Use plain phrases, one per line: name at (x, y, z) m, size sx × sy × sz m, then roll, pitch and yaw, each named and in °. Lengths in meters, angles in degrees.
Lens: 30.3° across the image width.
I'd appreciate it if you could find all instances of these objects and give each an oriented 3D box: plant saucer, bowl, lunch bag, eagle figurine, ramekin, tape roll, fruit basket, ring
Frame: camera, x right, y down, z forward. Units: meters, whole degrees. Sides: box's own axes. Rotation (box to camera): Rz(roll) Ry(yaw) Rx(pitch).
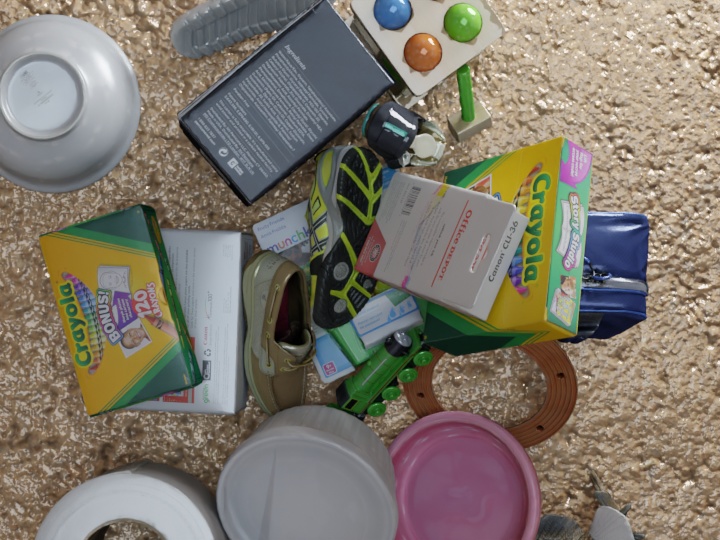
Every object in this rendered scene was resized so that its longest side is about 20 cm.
plant saucer at (0.112, 0.261, 1.503) m, size 0.199 × 0.051 × 0.202 m, roll -4°, pitch 80°, yaw 24°
bowl at (-0.345, -0.189, 1.469) m, size 0.200 × 0.090 × 0.202 m, roll 0°, pitch 91°, yaw -6°
lunch bag at (0.241, 0.015, 1.465) m, size 0.135 × 0.200 × 0.133 m, roll 2°, pitch 80°, yaw -2°
eagle figurine at (0.227, 0.343, 1.513) m, size 0.199 × 0.152 × 0.152 m, roll -26°, pitch 113°, yaw -9°
ramekin at (-0.052, 0.240, 1.468) m, size 0.201 × 0.094 × 0.204 m, roll 4°, pitch 117°, yaw 9°
tape roll at (-0.246, 0.316, 1.450) m, size 0.201 × 0.139 × 0.204 m, roll 0°, pitch 88°, yaw 0°
fruit basket at (0.000, 0.000, 1.502) m, size 0.184 × 0.094 × 0.201 m, roll -24°, pitch 90°, yaw -4°
ring at (0.146, 0.127, 1.502) m, size 0.199 × 0.019 × 0.201 m, roll 6°, pitch 125°, yaw 8°

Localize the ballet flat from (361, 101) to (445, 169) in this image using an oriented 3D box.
ballet flat at (0.055, -0.140, 1.448) m, size 0.073 × 0.200 × 0.074 m, roll 0°, pitch 89°, yaw 13°

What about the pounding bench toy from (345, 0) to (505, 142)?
pounding bench toy at (0.089, -0.240, 1.474) m, size 0.124 × 0.156 × 0.200 m, roll -37°, pitch 94°, yaw -4°

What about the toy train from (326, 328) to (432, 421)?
toy train at (0.008, 0.135, 1.483) m, size 0.056 × 0.042 × 0.200 m, roll 20°, pitch 124°, yaw -30°

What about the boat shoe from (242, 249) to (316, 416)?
boat shoe at (-0.085, 0.078, 1.464) m, size 0.074 × 0.066 × 0.201 m, roll -30°, pitch 123°, yaw -39°

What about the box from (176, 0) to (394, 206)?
box at (-0.085, -0.176, 1.437) m, size 0.196 × 0.200 × 0.124 m, roll -41°, pitch 95°, yaw -3°

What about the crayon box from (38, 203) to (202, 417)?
crayon box at (-0.255, 0.042, 1.415) m, size 0.118 × 0.058 × 0.201 m, roll -17°, pitch 89°, yaw 5°

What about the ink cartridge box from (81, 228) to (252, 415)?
ink cartridge box at (-0.214, 0.053, 1.482) m, size 0.174 × 0.084 × 0.201 m, roll 3°, pitch 90°, yaw 5°

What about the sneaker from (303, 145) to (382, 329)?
sneaker at (-0.024, -0.037, 1.441) m, size 0.075 × 0.076 × 0.201 m, roll 5°, pitch 98°, yaw -38°

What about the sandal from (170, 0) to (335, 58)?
sandal at (-0.124, -0.306, 1.504) m, size 0.202 × 0.083 × 0.050 m, roll -20°, pitch 50°, yaw -3°

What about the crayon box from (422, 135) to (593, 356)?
crayon box at (0.153, -0.022, 1.384) m, size 0.058 × 0.172 × 0.201 m, roll 22°, pitch 66°, yaw -35°

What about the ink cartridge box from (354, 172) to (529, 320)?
ink cartridge box at (0.092, -0.023, 1.354) m, size 0.067 × 0.200 × 0.117 m, roll 25°, pitch 88°, yaw -36°
